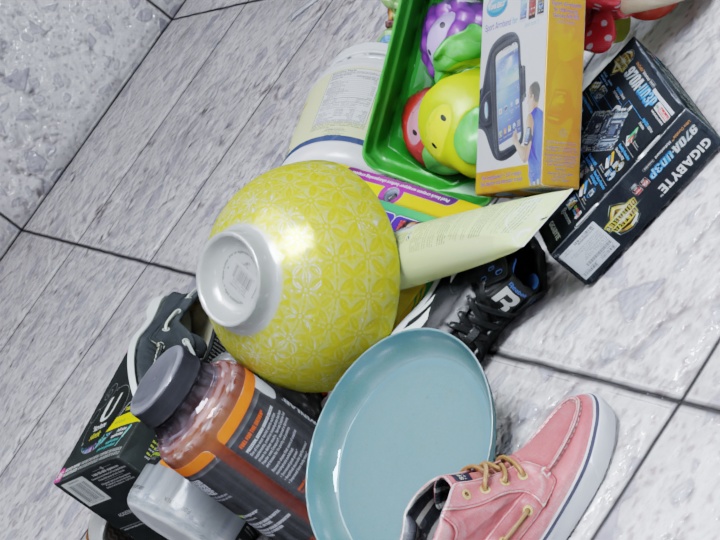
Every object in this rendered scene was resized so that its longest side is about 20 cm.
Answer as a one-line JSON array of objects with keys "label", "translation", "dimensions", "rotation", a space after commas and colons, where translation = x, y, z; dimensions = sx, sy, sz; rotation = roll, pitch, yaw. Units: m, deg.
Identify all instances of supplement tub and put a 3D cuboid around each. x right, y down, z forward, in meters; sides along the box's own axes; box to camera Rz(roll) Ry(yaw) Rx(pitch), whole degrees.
[{"label": "supplement tub", "translation": [-0.116, 0.162, 1.764], "dimensions": [0.201, 0.122, 0.122], "rotation": [-59, 20, -16]}, {"label": "supplement tub", "translation": [-0.097, 0.148, 1.623], "dimensions": [0.107, 0.200, 0.107], "rotation": [-44, 21, 21]}, {"label": "supplement tub", "translation": [0.002, -0.126, 1.967], "dimensions": [0.145, 0.145, 0.201], "rotation": [-37, 24, 39]}]

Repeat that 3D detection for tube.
[{"label": "tube", "translation": [0.085, -0.023, 1.556], "dimensions": [0.199, 0.052, 0.058], "rotation": [-17, 65, 50]}]

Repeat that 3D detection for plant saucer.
[{"label": "plant saucer", "translation": [0.035, 0.144, 1.493], "dimensions": [0.199, 0.027, 0.202], "rotation": [-24, 54, 38]}]

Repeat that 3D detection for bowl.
[{"label": "bowl", "translation": [-0.073, 0.007, 1.610], "dimensions": [0.199, 0.107, 0.202], "rotation": [2, 93, 43]}]

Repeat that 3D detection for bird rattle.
[{"label": "bird rattle", "translation": [0.227, -0.252, 1.680], "dimensions": [0.162, 0.114, 0.200], "rotation": [-14, 7, 6]}]

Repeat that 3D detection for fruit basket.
[{"label": "fruit basket", "translation": [0.086, -0.155, 1.753], "dimensions": [0.216, 0.155, 0.217], "rotation": [20, -90, -79]}]

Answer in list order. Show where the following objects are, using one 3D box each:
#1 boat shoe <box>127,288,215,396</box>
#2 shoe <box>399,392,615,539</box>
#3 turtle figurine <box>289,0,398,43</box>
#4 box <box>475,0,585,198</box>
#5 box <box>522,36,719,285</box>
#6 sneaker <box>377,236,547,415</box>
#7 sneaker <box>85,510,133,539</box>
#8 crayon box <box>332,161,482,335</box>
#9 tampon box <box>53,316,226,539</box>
[{"label": "boat shoe", "translation": [-0.173, 0.074, 1.800], "dimensions": [0.060, 0.076, 0.200], "rotation": [-17, 30, 12]}, {"label": "shoe", "translation": [0.098, 0.153, 1.319], "dimensions": [0.201, 0.091, 0.071], "rotation": [-59, 20, -18]}, {"label": "turtle figurine", "translation": [0.025, -0.321, 2.267], "dimensions": [0.199, 0.144, 0.195], "rotation": [-24, 30, 48]}, {"label": "box", "translation": [0.139, -0.163, 1.576], "dimensions": [0.119, 0.041, 0.202], "rotation": [175, 96, -67]}, {"label": "box", "translation": [0.206, -0.094, 1.577], "dimensions": [0.159, 0.046, 0.200], "rotation": [-48, 19, 14]}, {"label": "sneaker", "translation": [0.088, 0.043, 1.568], "dimensions": [0.112, 0.073, 0.201], "rotation": [-26, 31, 54]}, {"label": "sneaker", "translation": [-0.239, 0.211, 2.045], "dimensions": [0.085, 0.073, 0.201], "rotation": [-10, 47, 60]}, {"label": "crayon box", "translation": [0.000, 0.000, 1.719], "dimensions": [0.199, 0.058, 0.173], "rotation": [19, 63, 41]}, {"label": "tampon box", "translation": [-0.189, 0.155, 1.941], "dimensions": [0.150, 0.126, 0.201], "rotation": [-27, 31, 51]}]
